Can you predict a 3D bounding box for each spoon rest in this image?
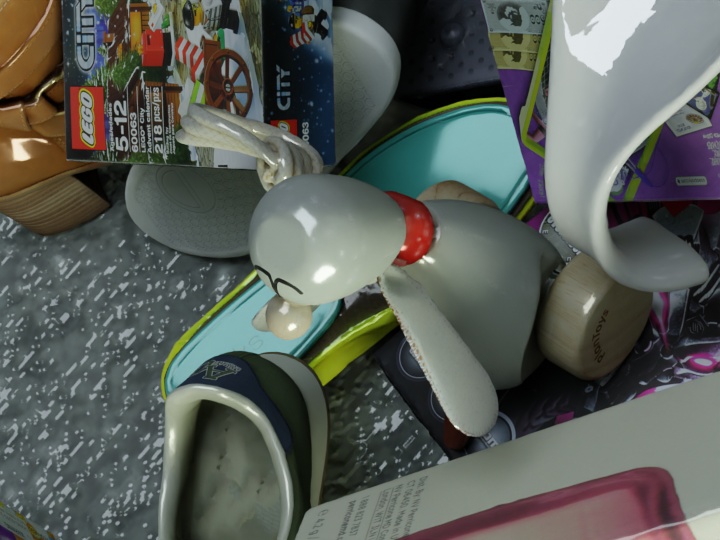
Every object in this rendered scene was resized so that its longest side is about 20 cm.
[{"bbox_3d":[0.097,-0.075,0.782,0.060,0.201,0.099,-24,43,-30],"label":"spoon rest"}]

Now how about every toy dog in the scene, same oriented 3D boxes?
[{"bbox_3d":[0.017,0.018,0.847,0.132,0.199,0.097,30,102,52],"label":"toy dog"}]

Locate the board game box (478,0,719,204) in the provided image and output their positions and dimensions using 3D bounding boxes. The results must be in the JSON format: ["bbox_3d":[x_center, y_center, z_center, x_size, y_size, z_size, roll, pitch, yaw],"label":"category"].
[{"bbox_3d":[0.114,-0.085,0.833,0.199,0.032,0.121,2,107,58],"label":"board game box"}]

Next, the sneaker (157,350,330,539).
[{"bbox_3d":[-0.047,0.130,0.895,0.067,0.090,0.202,-6,83,19],"label":"sneaker"}]

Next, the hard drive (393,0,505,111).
[{"bbox_3d":[0.077,-0.166,1.033,0.134,0.042,0.202,-9,64,22],"label":"hard drive"}]

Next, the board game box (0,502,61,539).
[{"bbox_3d":[-0.135,0.198,0.929,0.105,0.103,0.200,-40,56,3],"label":"board game box"}]

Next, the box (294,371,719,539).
[{"bbox_3d":[0.083,0.132,0.822,0.199,0.129,0.109,-20,16,17],"label":"box"}]

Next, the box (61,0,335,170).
[{"bbox_3d":[-0.068,-0.142,0.925,0.136,0.037,0.202,5,98,49],"label":"box"}]

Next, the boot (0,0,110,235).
[{"bbox_3d":[-0.113,-0.102,1.027,0.199,0.155,0.074,-37,56,5],"label":"boot"}]

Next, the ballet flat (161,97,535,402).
[{"bbox_3d":[0.000,0.000,0.977,0.200,0.067,0.067,-40,75,8],"label":"ballet flat"}]

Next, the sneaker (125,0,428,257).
[{"bbox_3d":[-0.030,-0.080,1.006,0.200,0.070,0.100,-40,20,49],"label":"sneaker"}]

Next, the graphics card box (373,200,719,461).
[{"bbox_3d":[0.117,0.020,0.924,0.200,0.051,0.126,-40,57,5],"label":"graphics card box"}]
